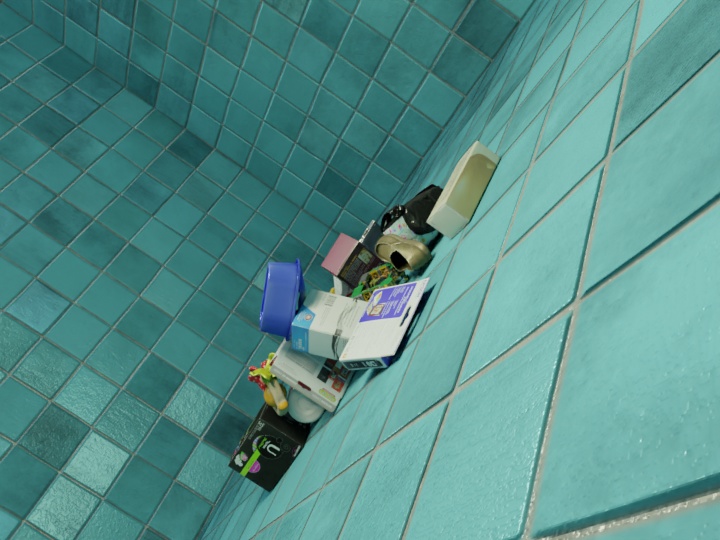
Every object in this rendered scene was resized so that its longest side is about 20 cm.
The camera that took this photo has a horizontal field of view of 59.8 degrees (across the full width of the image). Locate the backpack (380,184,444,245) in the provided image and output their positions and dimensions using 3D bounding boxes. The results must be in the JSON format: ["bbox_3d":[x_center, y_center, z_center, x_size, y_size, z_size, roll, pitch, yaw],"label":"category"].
[{"bbox_3d":[0.138,-0.117,1.626,0.165,0.128,0.200,-27,-7,-29],"label":"backpack"}]

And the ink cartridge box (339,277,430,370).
[{"bbox_3d":[0.060,0.117,1.342,0.199,0.043,0.200,-17,38,54],"label":"ink cartridge box"}]

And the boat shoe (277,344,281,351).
[{"bbox_3d":[-0.173,0.259,1.699,0.069,0.067,0.200,-24,31,-18],"label":"boat shoe"}]

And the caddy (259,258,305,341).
[{"bbox_3d":[-0.185,0.069,1.531,0.141,0.103,0.205,-157,75,-79],"label":"caddy"}]

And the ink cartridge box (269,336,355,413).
[{"bbox_3d":[-0.123,0.248,1.599,0.177,0.198,0.084,-59,6,-34],"label":"ink cartridge box"}]

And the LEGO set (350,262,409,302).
[{"bbox_3d":[0.062,0.069,1.621,0.152,0.117,0.201,-26,16,11],"label":"LEGO set"}]

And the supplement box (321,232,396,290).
[{"bbox_3d":[0.000,0.000,1.737,0.085,0.199,0.111,29,83,49],"label":"supplement box"}]

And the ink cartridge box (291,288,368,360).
[{"bbox_3d":[-0.051,0.137,1.509,0.146,0.196,0.085,-63,-18,-53],"label":"ink cartridge box"}]

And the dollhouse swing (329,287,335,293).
[{"bbox_3d":[-0.108,0.182,2.222,0.174,0.182,0.202,-18,34,49],"label":"dollhouse swing"}]

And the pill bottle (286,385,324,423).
[{"bbox_3d":[-0.148,0.347,1.783,0.112,0.110,0.200,-56,4,6],"label":"pill bottle"}]

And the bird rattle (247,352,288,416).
[{"bbox_3d":[-0.245,0.315,1.680,0.111,0.165,0.200,-20,-15,-28],"label":"bird rattle"}]

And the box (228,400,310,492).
[{"bbox_3d":[-0.254,0.485,1.761,0.202,0.147,0.125,-56,5,23],"label":"box"}]

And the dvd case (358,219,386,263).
[{"bbox_3d":[0.055,-0.035,1.838,0.016,0.199,0.150,27,83,45],"label":"dvd case"}]

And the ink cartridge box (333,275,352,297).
[{"bbox_3d":[-0.004,0.042,1.886,0.161,0.050,0.203,-30,-46,-27],"label":"ink cartridge box"}]

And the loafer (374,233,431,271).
[{"bbox_3d":[0.093,-0.042,1.566,0.067,0.077,0.199,-40,23,-24],"label":"loafer"}]

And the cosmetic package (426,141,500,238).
[{"bbox_3d":[0.235,-0.184,1.428,0.202,0.070,0.105,-60,6,-26],"label":"cosmetic package"}]
